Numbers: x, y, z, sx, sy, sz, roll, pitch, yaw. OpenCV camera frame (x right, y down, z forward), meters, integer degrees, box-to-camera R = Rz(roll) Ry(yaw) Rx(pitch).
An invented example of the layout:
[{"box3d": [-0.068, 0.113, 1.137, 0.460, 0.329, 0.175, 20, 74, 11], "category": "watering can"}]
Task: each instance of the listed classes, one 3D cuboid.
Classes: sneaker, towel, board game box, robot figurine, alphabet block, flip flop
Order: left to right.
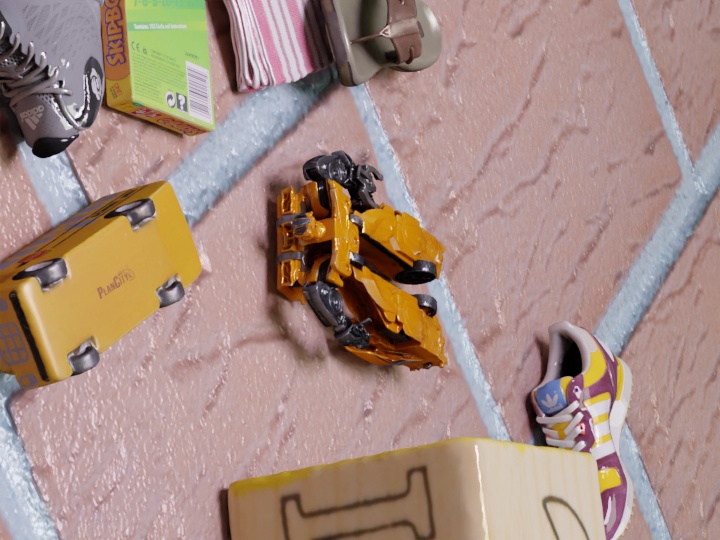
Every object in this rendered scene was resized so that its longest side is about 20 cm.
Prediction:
[{"box3d": [-0.203, -0.124, 1.488, 0.200, 0.075, 0.116, -9, 89, -62], "category": "sneaker"}, {"box3d": [-0.139, -0.196, 1.677, 0.095, 0.030, 0.201, 18, 65, -57], "category": "board game box"}, {"box3d": [-0.057, -0.215, 1.836, 0.200, 0.030, 0.147, -32, 107, -63], "category": "towel"}, {"box3d": [0.000, 0.000, 1.815, 0.200, 0.058, 0.145, 32, 52, -53], "category": "robot figurine"}, {"box3d": [0.024, -0.181, 1.883, 0.200, 0.057, 0.081, -9, 86, -64], "category": "flip flop"}, {"box3d": [0.045, 0.228, 1.664, 0.195, 0.196, 0.201, 13, 67, -60], "category": "alphabet block"}, {"box3d": [0.174, 0.137, 2.068, 0.090, 0.075, 0.200, 40, 39, -37], "category": "sneaker"}]

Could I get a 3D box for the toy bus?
[{"box3d": [-0.165, 0.008, 1.495, 0.200, 0.078, 0.065, -41, 115, -58], "category": "toy bus"}]
